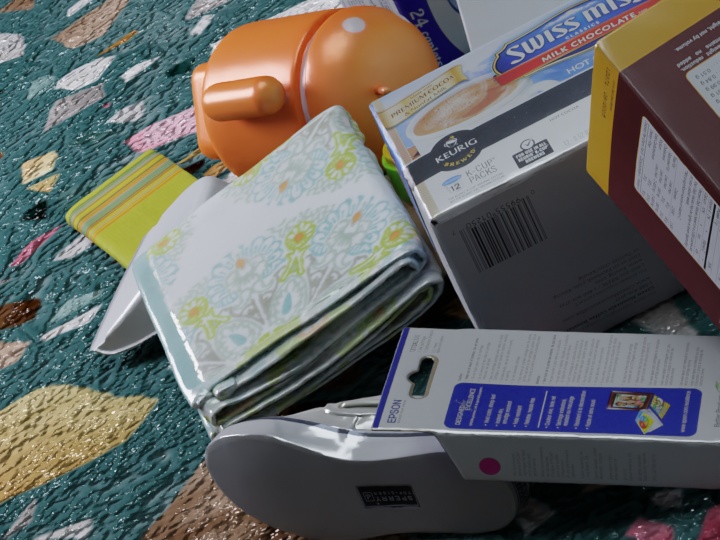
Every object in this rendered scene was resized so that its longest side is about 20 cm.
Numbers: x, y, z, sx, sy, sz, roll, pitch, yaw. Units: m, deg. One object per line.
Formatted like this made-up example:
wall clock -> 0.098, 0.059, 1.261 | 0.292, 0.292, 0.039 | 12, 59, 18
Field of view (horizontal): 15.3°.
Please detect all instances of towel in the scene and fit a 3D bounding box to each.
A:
towel -> -0.147, -0.035, 1.919 | 0.086, 0.018, 0.200 | -38, 27, -10
towel -> -0.047, 0.002, 1.616 | 0.171, 0.048, 0.200 | -35, 36, 4

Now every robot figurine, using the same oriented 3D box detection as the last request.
robot figurine -> -0.026, -0.118, 1.814 | 0.200, 0.144, 0.117 | -4, 54, 45

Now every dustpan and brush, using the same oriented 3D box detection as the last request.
dustpan and brush -> -0.089, -0.026, 1.750 | 0.200, 0.057, 0.140 | -46, 15, 39

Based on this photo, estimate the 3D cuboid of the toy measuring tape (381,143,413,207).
toy measuring tape -> 0.056, -0.091, 1.689 | 0.073, 0.074, 0.200 | -17, 26, 22

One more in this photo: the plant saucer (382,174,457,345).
plant saucer -> 0.000, 0.000, 1.682 | 0.199, 0.030, 0.200 | -23, 25, 11

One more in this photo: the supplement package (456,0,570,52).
supplement package -> 0.176, -0.158, 1.661 | 0.199, 0.117, 0.117 | -16, -2, 23

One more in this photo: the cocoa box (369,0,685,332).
cocoa box -> 0.129, -0.061, 1.517 | 0.199, 0.134, 0.131 | -27, 39, 1

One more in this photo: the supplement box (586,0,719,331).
supplement box -> 0.248, -0.058, 1.299 | 0.197, 0.133, 0.200 | -33, 68, -11

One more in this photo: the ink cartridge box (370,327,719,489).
ink cartridge box -> 0.112, 0.068, 1.353 | 0.199, 0.037, 0.095 | 3, 33, 11

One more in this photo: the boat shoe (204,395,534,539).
boat shoe -> 0.010, 0.097, 1.433 | 0.199, 0.072, 0.066 | -6, 30, 37

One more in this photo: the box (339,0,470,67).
box -> 0.067, -0.274, 1.961 | 0.200, 0.184, 0.105 | -36, 25, -17
